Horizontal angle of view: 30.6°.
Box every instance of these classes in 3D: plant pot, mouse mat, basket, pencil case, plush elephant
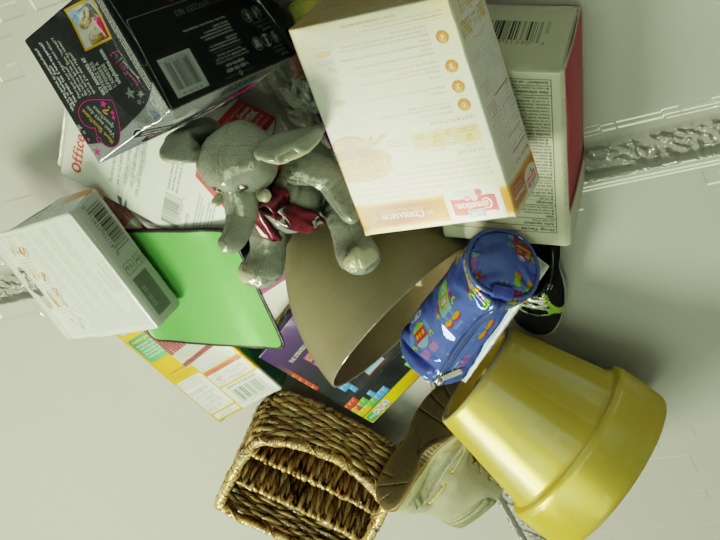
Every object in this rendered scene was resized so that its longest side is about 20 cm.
[{"bbox_3d":[0.000,0.000,1.337,0.135,0.200,0.201,46,136,12],"label":"plant pot"},{"bbox_3d":[-0.184,0.020,1.412,0.199,0.008,0.162,1,128,34],"label":"mouse mat"},{"bbox_3d":[-0.057,0.258,1.620,0.199,0.150,0.143,28,154,-7],"label":"basket"},{"bbox_3d":[0.201,0.168,1.443,0.188,0.201,0.201,35,134,-1],"label":"plant pot"},{"bbox_3d":[0.103,0.042,1.287,0.077,0.087,0.200,10,146,-16],"label":"pencil case"},{"bbox_3d":[-0.088,-0.077,1.196,0.164,0.154,0.202,2,96,36],"label":"plush elephant"}]

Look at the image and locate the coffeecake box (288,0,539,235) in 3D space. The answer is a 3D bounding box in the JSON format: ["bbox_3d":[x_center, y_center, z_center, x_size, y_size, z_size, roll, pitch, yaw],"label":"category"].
[{"bbox_3d":[0.049,-0.140,1.126,0.152,0.073,0.201,-6,118,30],"label":"coffeecake box"}]

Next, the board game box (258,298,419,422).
[{"bbox_3d":[-0.001,0.072,1.514,0.164,0.057,0.200,29,134,-11],"label":"board game box"}]

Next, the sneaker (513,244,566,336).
[{"bbox_3d":[0.174,0.006,1.370,0.071,0.083,0.201,5,133,16],"label":"sneaker"}]

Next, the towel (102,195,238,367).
[{"bbox_3d":[-0.233,0.013,1.461,0.200,0.023,0.144,44,140,-9],"label":"towel"}]

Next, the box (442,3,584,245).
[{"bbox_3d":[0.140,-0.136,1.229,0.127,0.109,0.201,5,134,16],"label":"box"}]

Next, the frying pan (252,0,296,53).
[{"bbox_3d":[-0.109,-0.290,1.195,0.031,0.116,0.190,1,160,40],"label":"frying pan"}]

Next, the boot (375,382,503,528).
[{"bbox_3d":[0.125,0.220,1.589,0.154,0.072,0.201,25,104,-41],"label":"boot"}]

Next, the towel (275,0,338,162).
[{"bbox_3d":[-0.007,-0.177,1.231,0.143,0.023,0.201,-9,109,55],"label":"towel"}]

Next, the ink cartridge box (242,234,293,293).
[{"bbox_3d":[-0.163,0.003,1.477,0.199,0.037,0.095,-32,108,23],"label":"ink cartridge box"}]

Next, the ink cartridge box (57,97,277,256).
[{"bbox_3d":[-0.202,-0.129,1.354,0.199,0.084,0.145,27,136,6],"label":"ink cartridge box"}]

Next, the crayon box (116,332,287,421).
[{"bbox_3d":[-0.198,0.087,1.601,0.125,0.052,0.200,-29,118,37],"label":"crayon box"}]

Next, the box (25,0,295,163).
[{"bbox_3d":[-0.177,-0.200,1.195,0.114,0.200,0.133,-27,96,38],"label":"box"}]

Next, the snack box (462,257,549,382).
[{"bbox_3d":[0.122,0.038,1.362,0.072,0.024,0.200,37,139,8],"label":"snack box"}]

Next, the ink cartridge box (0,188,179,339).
[{"bbox_3d":[-0.308,-0.001,1.452,0.199,0.050,0.163,-7,124,50],"label":"ink cartridge box"}]
